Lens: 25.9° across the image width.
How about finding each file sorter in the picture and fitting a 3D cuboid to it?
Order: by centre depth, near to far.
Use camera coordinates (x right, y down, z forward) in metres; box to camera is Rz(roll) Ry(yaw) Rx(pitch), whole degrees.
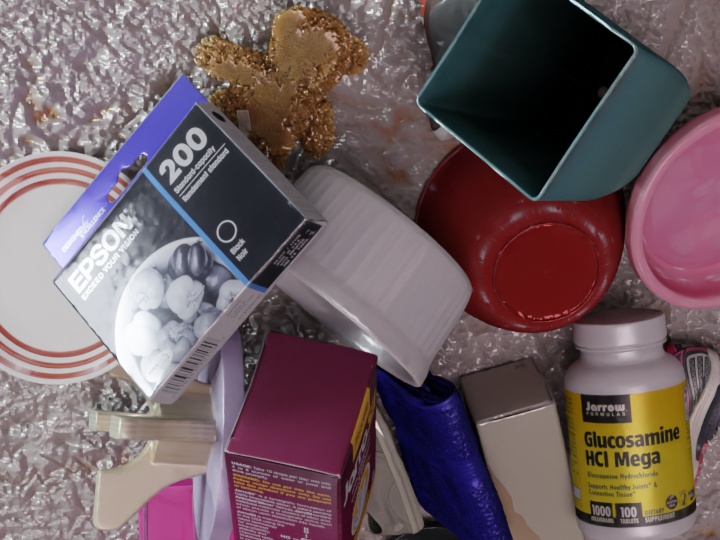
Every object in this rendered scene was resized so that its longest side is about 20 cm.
[{"bbox_3d":[-0.110,0.287,1.487,0.199,0.126,0.140,-2,119,-7],"label":"file sorter"}]

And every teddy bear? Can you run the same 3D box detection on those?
[{"bbox_3d":[-0.080,-0.144,1.332,0.144,0.067,0.201,17,119,-5],"label":"teddy bear"}]

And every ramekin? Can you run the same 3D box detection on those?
[{"bbox_3d":[0.000,0.000,1.330,0.200,0.200,0.098,41,82,-23],"label":"ramekin"}]

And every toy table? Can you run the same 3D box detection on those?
[{"bbox_3d":[-0.173,0.142,1.392,0.117,0.184,0.201,5,75,-17],"label":"toy table"}]

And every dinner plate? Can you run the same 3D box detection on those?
[{"bbox_3d":[-0.260,-0.002,1.350,0.199,0.024,0.201,0,89,7],"label":"dinner plate"}]

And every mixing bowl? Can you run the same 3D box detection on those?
[{"bbox_3d":[0.154,-0.021,1.392,0.199,0.108,0.201,-3,115,-7],"label":"mixing bowl"}]

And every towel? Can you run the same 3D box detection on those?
[{"bbox_3d":[0.071,0.169,1.448,0.049,0.148,0.201,-29,118,-12],"label":"towel"}]

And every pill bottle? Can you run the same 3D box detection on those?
[{"bbox_3d":[0.246,0.140,1.441,0.112,0.112,0.201,-7,97,-5],"label":"pill bottle"}]

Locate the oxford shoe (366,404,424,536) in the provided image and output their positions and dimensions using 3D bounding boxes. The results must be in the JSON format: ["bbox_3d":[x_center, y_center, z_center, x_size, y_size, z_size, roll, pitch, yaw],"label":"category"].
[{"bbox_3d":[0.009,0.179,1.487,0.058,0.075,0.201,-20,122,-3],"label":"oxford shoe"}]

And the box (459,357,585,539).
[{"bbox_3d":[0.159,0.196,1.505,0.077,0.095,0.201,-16,115,0],"label":"box"}]

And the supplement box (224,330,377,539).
[{"bbox_3d":[-0.048,0.169,1.357,0.103,0.131,0.200,12,142,10],"label":"supplement box"}]

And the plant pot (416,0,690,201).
[{"bbox_3d":[0.180,-0.145,1.285,0.200,0.141,0.142,5,123,-56],"label":"plant pot"}]

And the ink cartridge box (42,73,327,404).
[{"bbox_3d":[-0.157,-0.031,1.266,0.198,0.200,0.043,-49,154,11],"label":"ink cartridge box"}]

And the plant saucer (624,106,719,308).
[{"bbox_3d":[0.322,-0.063,1.409,0.200,0.051,0.201,-11,121,-18],"label":"plant saucer"}]

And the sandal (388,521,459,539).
[{"bbox_3d":[0.118,0.310,1.578,0.200,0.048,0.075,25,110,-19],"label":"sandal"}]

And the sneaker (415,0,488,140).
[{"bbox_3d":[0.085,-0.208,1.326,0.082,0.077,0.201,29,124,18],"label":"sneaker"}]

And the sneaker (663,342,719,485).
[{"bbox_3d":[0.297,0.163,1.523,0.074,0.081,0.201,18,104,-1],"label":"sneaker"}]
